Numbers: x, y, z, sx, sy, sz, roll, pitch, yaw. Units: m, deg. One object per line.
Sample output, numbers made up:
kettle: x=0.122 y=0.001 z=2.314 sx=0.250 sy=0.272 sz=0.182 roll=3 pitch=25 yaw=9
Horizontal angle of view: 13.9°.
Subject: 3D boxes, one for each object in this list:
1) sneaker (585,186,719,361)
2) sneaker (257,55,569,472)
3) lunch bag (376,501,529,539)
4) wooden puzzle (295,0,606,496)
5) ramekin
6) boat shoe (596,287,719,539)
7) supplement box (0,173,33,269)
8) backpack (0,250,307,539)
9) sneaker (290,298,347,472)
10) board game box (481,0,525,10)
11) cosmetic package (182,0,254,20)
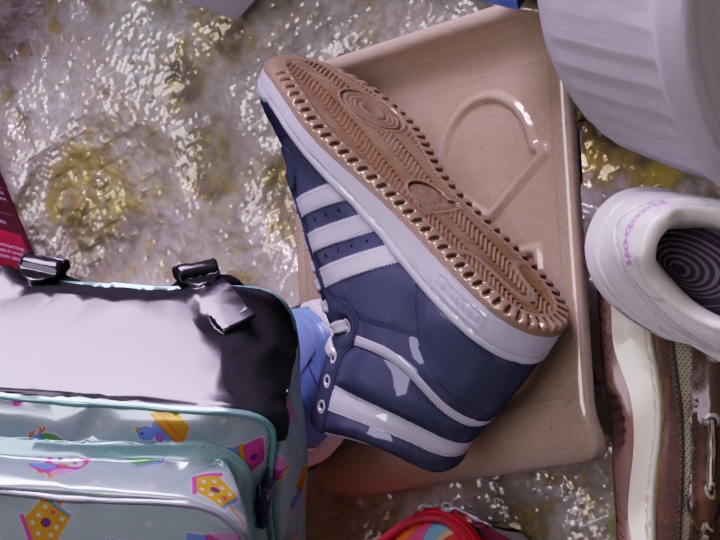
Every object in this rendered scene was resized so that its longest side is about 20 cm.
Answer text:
sneaker: x=0.186 y=0.027 z=1.204 sx=0.199 sy=0.100 sz=0.075 roll=24 pitch=87 yaw=-3
sneaker: x=0.000 y=0.000 z=1.290 sx=0.200 sy=0.070 sz=0.109 roll=49 pitch=124 yaw=33
lunch bag: x=0.014 y=0.204 z=1.322 sx=0.200 sy=0.082 sz=0.177 roll=-42 pitch=61 yaw=19
wooden puzzle: x=0.042 y=-0.006 z=1.329 sx=0.185 sy=0.046 sz=0.201 roll=-13 pitch=81 yaw=48
ramekin: x=0.157 y=-0.130 z=1.223 sx=0.094 sy=0.202 sz=0.203 roll=11 pitch=89 yaw=42
boat shoe: x=0.146 y=0.091 z=1.266 sx=0.074 sy=0.075 sz=0.203 roll=-5 pitch=84 yaw=7
supplement box: x=-0.212 y=-0.002 z=1.457 sx=0.061 sy=0.109 sz=0.201 roll=-33 pitch=68 yaw=22
backpack: x=-0.109 y=0.110 z=1.279 sx=0.175 sy=0.201 sz=0.154 roll=1 pitch=49 yaw=3
sneaker: x=-0.077 y=0.067 z=1.369 sx=0.200 sy=0.077 sz=0.076 roll=-28 pitch=68 yaw=37
board game box: x=0.093 y=-0.225 z=1.245 sx=0.034 sy=0.136 sz=0.200 roll=17 pitch=51 yaw=30
cosmetic package: x=-0.077 y=-0.265 z=1.408 sx=0.200 sy=0.123 sz=0.200 roll=-44 pitch=65 yaw=16
